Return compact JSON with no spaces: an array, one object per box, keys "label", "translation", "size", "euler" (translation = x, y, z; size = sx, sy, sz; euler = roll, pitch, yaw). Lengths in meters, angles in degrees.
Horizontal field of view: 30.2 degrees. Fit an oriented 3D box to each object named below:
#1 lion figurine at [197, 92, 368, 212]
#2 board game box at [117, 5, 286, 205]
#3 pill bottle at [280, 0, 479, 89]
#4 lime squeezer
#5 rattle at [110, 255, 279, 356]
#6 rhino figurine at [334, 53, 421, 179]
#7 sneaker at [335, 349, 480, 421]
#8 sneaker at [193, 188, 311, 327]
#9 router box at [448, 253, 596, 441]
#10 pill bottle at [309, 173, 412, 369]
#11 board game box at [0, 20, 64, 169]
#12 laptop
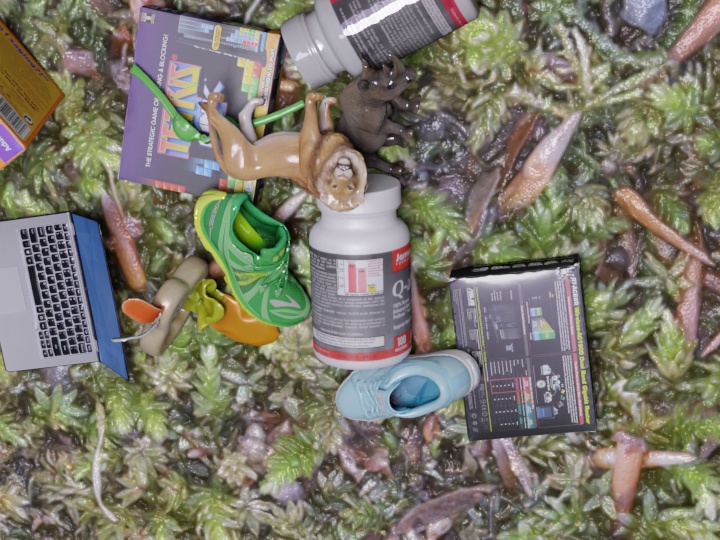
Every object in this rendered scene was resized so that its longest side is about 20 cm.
[{"label":"lion figurine","translation":[-0.085,-0.126,1.421],"size":[0.198,0.072,0.124],"euler":[2,90,20]},{"label":"board game box","translation":[-0.180,-0.187,1.517],"size":[0.164,0.057,0.202],"euler":[11,104,4]},{"label":"pill bottle","translation":[0.019,-0.277,1.438],"size":[0.199,0.111,0.111],"euler":[-26,98,13]},{"label":"lime squeezer","translation":[-0.163,-0.172,1.478],"size":[0.198,0.038,0.071],"euler":[12,73,7]},{"label":"rattle","translation":[-0.184,0.067,1.498],"size":[0.130,0.200,0.143],"euler":[-44,91,2]},{"label":"rhino figurine","translation":[0.018,-0.172,1.442],"size":[0.087,0.200,0.060],"euler":[13,63,-1]},{"label":"sneaker","translation":[0.036,0.135,1.519],"size":[0.199,0.082,0.074],"euler":[-22,90,38]},{"label":"sneaker","translation":[-0.113,-0.009,1.507],"size":[0.083,0.074,0.200],"euler":[-4,134,41]},{"label":"router box","translation":[0.187,0.088,1.523],"size":[0.149,0.062,0.202],"euler":[-5,102,11]},{"label":"pill bottle","translation":[0.000,0.000,1.496],"size":[0.115,0.116,0.202],"euler":[1,108,8]},{"label":"board game box","translation":[-0.483,-0.184,1.469],"size":[0.199,0.200,0.200],"euler":[-35,109,15]},{"label":"laptop","translation":[-0.364,0.035,1.565],"size":[0.198,0.116,0.189],"euler":[-7,101,10]}]
